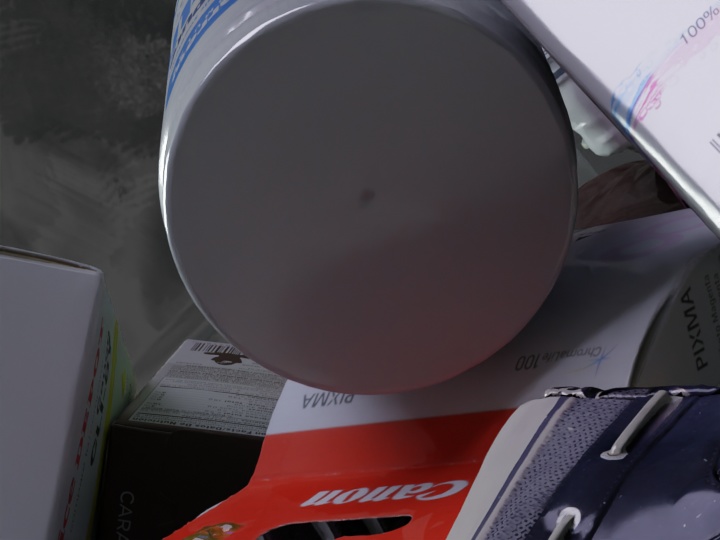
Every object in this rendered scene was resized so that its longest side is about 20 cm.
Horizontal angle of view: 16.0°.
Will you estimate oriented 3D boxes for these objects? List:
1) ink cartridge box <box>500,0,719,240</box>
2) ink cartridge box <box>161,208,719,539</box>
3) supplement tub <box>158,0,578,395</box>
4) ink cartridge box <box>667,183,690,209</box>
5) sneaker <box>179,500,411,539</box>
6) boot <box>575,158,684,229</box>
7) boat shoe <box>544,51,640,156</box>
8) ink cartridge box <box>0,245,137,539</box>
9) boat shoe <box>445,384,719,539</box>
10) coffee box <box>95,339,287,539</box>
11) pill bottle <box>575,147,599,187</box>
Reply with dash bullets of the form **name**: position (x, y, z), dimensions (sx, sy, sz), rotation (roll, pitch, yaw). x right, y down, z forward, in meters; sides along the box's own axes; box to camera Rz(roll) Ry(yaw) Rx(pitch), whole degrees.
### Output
- **ink cartridge box**: position (0.141, -0.069, 0.701), dimensions (0.145, 0.084, 0.200), rotation (-43, 46, 6)
- **ink cartridge box**: position (0.035, 0.033, 0.823), dimensions (0.162, 0.057, 0.199), rotation (-10, 8, 43)
- **supplement tub**: position (-0.001, -0.054, 0.854), dimensions (0.132, 0.132, 0.200), rotation (-42, 15, 11)
- **ink cartridge box**: position (0.079, -0.106, 0.924), dimensions (0.037, 0.201, 0.095), rotation (-33, -13, 7)
- **sneaker**: position (-0.004, 0.110, 0.934), dimensions (0.199, 0.076, 0.116), rotation (-23, -11, -21)
- **boot**: position (0.090, 0.006, 1.065), dimensions (0.200, 0.072, 0.166), rotation (-44, 3, -43)
- **boat shoe**: position (0.115, -0.078, 1.066), dimensions (0.073, 0.067, 0.200), rotation (-35, -6, 26)
- **ink cartridge box**: position (-0.140, 0.083, 0.968), dimensions (0.200, 0.083, 0.146), rotation (94, -174, -76)
- **boat shoe**: position (0.057, 0.104, 0.643), dimensions (0.092, 0.075, 0.201), rotation (-11, 41, 41)
- **coffee box**: position (-0.056, 0.103, 1.062), dimensions (0.200, 0.079, 0.115), rotation (-63, -20, -81)
- **pill bottle**: position (0.026, 0.009, 1.283), dimensions (0.200, 0.111, 0.111), rotation (-45, 6, -7)
